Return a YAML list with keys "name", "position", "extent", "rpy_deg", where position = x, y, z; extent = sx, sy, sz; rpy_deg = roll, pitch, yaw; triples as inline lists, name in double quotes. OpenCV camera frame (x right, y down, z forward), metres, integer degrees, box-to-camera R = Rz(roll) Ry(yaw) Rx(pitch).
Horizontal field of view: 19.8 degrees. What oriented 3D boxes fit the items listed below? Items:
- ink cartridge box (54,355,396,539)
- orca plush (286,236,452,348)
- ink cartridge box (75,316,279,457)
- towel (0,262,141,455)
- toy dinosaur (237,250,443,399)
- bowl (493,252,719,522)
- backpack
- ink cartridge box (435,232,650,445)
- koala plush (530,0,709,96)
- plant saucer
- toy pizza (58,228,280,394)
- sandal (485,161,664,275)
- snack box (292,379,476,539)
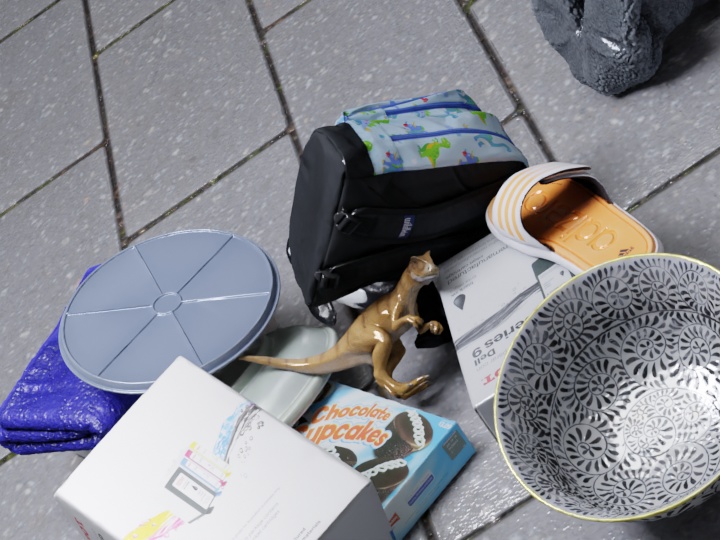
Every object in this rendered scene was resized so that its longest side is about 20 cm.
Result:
- name: "ink cartridge box"
  position: [-0.092, 0.194, 1.510]
  extent: [0.199, 0.148, 0.145]
  rpy_deg: [30, 67, 33]
- name: "orca plush"
  position: [0.000, 0.000, 1.761]
  extent: [0.105, 0.071, 0.200]
  rpy_deg: [-34, 47, -7]
- name: "ink cartridge box"
  position: [-0.191, 0.083, 1.902]
  extent: [0.200, 0.084, 0.144]
  rpy_deg: [-50, 32, -18]
- name: "towel"
  position: [-0.236, 0.071, 1.832]
  extent: [0.147, 0.050, 0.201]
  rpy_deg: [-9, 42, 38]
- name: "toy dinosaur"
  position: [0.008, 0.059, 1.671]
  extent: [0.200, 0.107, 0.060]
  rpy_deg: [-38, -12, 28]
- name: "bowl"
  position: [0.200, 0.099, 1.426]
  extent: [0.199, 0.094, 0.202]
  rpy_deg: [-15, 54, 21]
- name: "backpack"
  position: [0.043, -0.068, 1.683]
  extent: [0.198, 0.164, 0.154]
  rpy_deg: [-4, 45, -19]
- name: "ink cartridge box"
  position: [0.149, 0.042, 1.589]
  extent: [0.145, 0.084, 0.201]
  rpy_deg: [-31, 31, 11]
- name: "koala plush"
  position: [0.267, -0.272, 1.851]
  extent: [0.199, 0.185, 0.177]
  rpy_deg: [-27, 34, -24]
- name: "plant saucer"
  position: [-0.105, 0.107, 1.766]
  extent: [0.200, 0.050, 0.200]
  rpy_deg: [-38, 17, 14]
- name: "toy pizza"
  position: [-0.162, 0.039, 1.771]
  extent: [0.198, 0.032, 0.201]
  rpy_deg: [-10, 40, 9]
- name: "sandal"
  position: [0.157, -0.048, 1.561]
  extent: [0.079, 0.059, 0.206]
  rpy_deg: [-41, 30, -11]
- name: "snack box"
  position: [-0.009, 0.154, 1.655]
  extent: [0.116, 0.037, 0.199]
  rpy_deg: [-48, 31, -19]
